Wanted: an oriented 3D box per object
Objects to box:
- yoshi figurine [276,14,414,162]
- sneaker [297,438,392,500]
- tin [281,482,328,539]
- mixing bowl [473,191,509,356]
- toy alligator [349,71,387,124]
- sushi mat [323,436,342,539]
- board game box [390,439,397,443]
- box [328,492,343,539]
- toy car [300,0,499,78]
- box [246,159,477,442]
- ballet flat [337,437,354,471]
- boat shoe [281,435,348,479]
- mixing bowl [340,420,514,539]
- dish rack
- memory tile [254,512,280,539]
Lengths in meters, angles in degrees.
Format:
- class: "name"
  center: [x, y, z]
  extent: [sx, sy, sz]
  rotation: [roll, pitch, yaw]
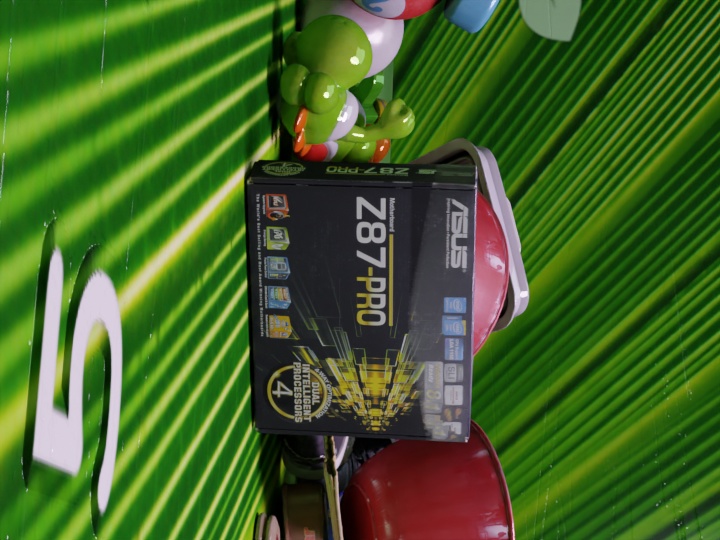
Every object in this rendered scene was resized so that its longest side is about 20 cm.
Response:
- class: "yoshi figurine"
  center: [-0.018, -0.146, 1.223]
  extent: [0.200, 0.112, 0.113]
  rotation: [61, 15, -79]
- class: "sneaker"
  center: [0.012, 0.177, 1.493]
  extent: [0.200, 0.087, 0.076]
  rotation: [-37, 132, -55]
- class: "tin"
  center: [-0.043, 0.240, 1.278]
  extent: [0.200, 0.042, 0.113]
  rotation: [93, -5, -80]
- class: "mixing bowl"
  center: [0.010, -0.007, 1.214]
  extent: [0.108, 0.199, 0.201]
  rotation: [32, 55, -57]
- class: "toy alligator"
  center: [-0.021, -0.131, 1.577]
  extent: [0.054, 0.059, 0.201]
  rotation: [49, -49, 42]
- class: "sushi mat"
  center: [-0.022, 0.185, 1.214]
  extent: [0.201, 0.012, 0.096]
  rotation: [86, -2, -46]
- class: "board game box"
  center: [0.049, 0.089, 1.499]
  extent: [0.135, 0.034, 0.200]
  rotation: [63, 21, -18]
- class: "box"
  center: [0.042, 0.264, 1.506]
  extent: [0.064, 0.199, 0.070]
  rotation: [-82, 174, -69]
- class: "toy car"
  center: [0.003, -0.232, 1.321]
  extent: [0.200, 0.184, 0.177]
  rotation: [-59, -171, 23]
- class: "box"
  center: [0.002, 0.023, 1.068]
  extent: [0.049, 0.160, 0.201]
  rotation: [-80, 172, -68]
- class: "ballet flat"
  center: [-0.030, 0.117, 1.413]
  extent: [0.200, 0.071, 0.072]
  rotation: [-83, 174, -64]
- class: "boat shoe"
  center: [-0.031, 0.091, 1.322]
  extent: [0.200, 0.073, 0.061]
  rotation: [-73, 171, -46]
- class: "mixing bowl"
  center: [0.047, 0.233, 1.320]
  extent: [0.200, 0.108, 0.201]
  rotation: [178, -90, -69]
- class: "dish rack"
  center: [0.080, -0.018, 1.351]
  extent: [0.200, 0.043, 0.173]
  rotation: [-24, -103, 57]
- class: "memory tile"
  center: [-0.070, 0.293, 1.172]
  extent: [0.200, 0.017, 0.154]
  rotation: [87, 6, -59]
